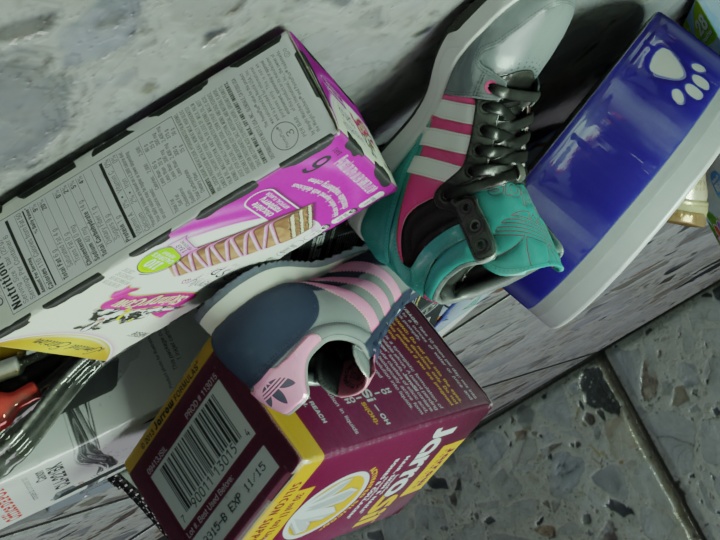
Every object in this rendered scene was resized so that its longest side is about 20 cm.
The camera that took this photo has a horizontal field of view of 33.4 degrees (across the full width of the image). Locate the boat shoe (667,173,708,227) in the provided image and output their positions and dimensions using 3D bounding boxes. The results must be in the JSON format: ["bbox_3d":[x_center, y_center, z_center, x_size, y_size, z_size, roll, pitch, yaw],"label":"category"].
[{"bbox_3d":[0.224,-0.082,0.948,0.071,0.065,0.200,7,-169,-14],"label":"boat shoe"}]

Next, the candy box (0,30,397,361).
[{"bbox_3d":[-0.090,-0.029,0.617,0.199,0.061,0.136,-29,167,9],"label":"candy box"}]

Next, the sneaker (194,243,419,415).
[{"bbox_3d":[-0.011,0.036,0.713,0.199,0.082,0.070,-15,155,-52],"label":"sneaker"}]

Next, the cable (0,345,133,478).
[{"bbox_3d":[-0.176,0.049,0.701,0.199,0.097,0.050,-33,130,-1],"label":"cable"}]

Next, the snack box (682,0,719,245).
[{"bbox_3d":[0.286,-0.097,0.868,0.067,0.170,0.200,-25,168,-4],"label":"snack box"}]

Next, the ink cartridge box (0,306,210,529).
[{"bbox_3d":[-0.185,0.090,0.819,0.199,0.084,0.144,-24,166,-16],"label":"ink cartridge box"}]

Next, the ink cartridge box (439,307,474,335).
[{"bbox_3d":[0.008,0.063,1.176,0.199,0.051,0.109,-19,164,-29],"label":"ink cartridge box"}]

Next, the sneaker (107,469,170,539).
[{"bbox_3d":[-0.151,0.138,0.934,0.093,0.199,0.071,-43,127,-18],"label":"sneaker"}]

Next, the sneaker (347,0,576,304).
[{"bbox_3d":[0.075,-0.055,0.650,0.083,0.121,0.201,-6,140,-43],"label":"sneaker"}]

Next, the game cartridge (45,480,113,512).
[{"bbox_3d":[-0.216,0.171,1.167,0.199,0.041,0.134,-22,162,-24],"label":"game cartridge"}]

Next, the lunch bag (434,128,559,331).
[{"bbox_3d":[0.106,-0.028,0.960,0.160,0.076,0.200,-31,171,-29],"label":"lunch bag"}]

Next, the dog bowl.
[{"bbox_3d":[0.157,-0.064,0.772,0.201,0.079,0.200,-51,178,-2],"label":"dog bowl"}]

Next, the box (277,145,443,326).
[{"bbox_3d":[0.000,0.000,0.825,0.159,0.044,0.201,-21,149,-29],"label":"box"}]

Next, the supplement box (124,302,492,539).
[{"bbox_3d":[-0.031,0.107,0.783,0.199,0.103,0.131,-8,141,-50],"label":"supplement box"}]
